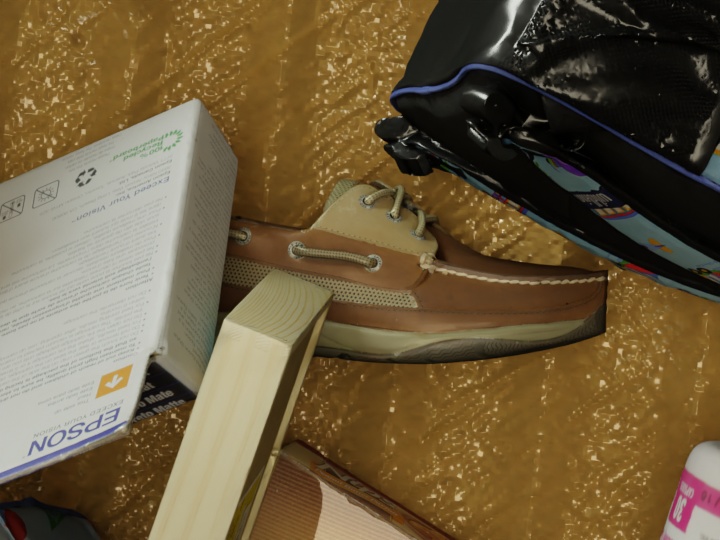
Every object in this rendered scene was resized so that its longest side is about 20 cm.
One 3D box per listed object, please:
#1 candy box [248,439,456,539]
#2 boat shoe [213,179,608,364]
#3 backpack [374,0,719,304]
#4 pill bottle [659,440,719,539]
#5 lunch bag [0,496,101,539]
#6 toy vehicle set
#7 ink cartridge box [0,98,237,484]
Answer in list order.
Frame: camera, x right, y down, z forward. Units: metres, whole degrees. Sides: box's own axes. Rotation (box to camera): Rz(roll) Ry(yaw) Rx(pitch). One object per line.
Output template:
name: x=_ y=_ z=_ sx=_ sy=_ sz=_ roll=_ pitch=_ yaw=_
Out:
candy box: x=-0.033 y=0.185 z=1.135 sx=0.115 sy=0.055 sz=0.201 roll=32 pitch=97 yaw=5
boat shoe: x=0.000 y=0.000 z=1.115 sx=0.198 sy=0.076 sz=0.075 roll=0 pitch=89 yaw=6
backpack: x=0.128 y=-0.064 z=1.049 sx=0.199 sy=0.183 sz=0.135 roll=27 pitch=84 yaw=-10
pill bottle: x=0.151 y=0.178 z=1.085 sx=0.113 sy=0.113 sz=0.201 roll=19 pitch=94 yaw=5
lunch bag: x=-0.171 y=0.159 z=1.084 sx=0.160 sy=0.200 sz=0.076 roll=-35 pitch=75 yaw=6
toy vehicle set: x=-0.061 y=0.105 z=1.037 sx=0.026 sy=0.124 sz=0.201 roll=20 pitch=99 yaw=3
ink cartridge box: x=-0.145 y=0.039 z=1.059 sx=0.198 sy=0.201 sz=0.041 roll=-21 pitch=123 yaw=21
